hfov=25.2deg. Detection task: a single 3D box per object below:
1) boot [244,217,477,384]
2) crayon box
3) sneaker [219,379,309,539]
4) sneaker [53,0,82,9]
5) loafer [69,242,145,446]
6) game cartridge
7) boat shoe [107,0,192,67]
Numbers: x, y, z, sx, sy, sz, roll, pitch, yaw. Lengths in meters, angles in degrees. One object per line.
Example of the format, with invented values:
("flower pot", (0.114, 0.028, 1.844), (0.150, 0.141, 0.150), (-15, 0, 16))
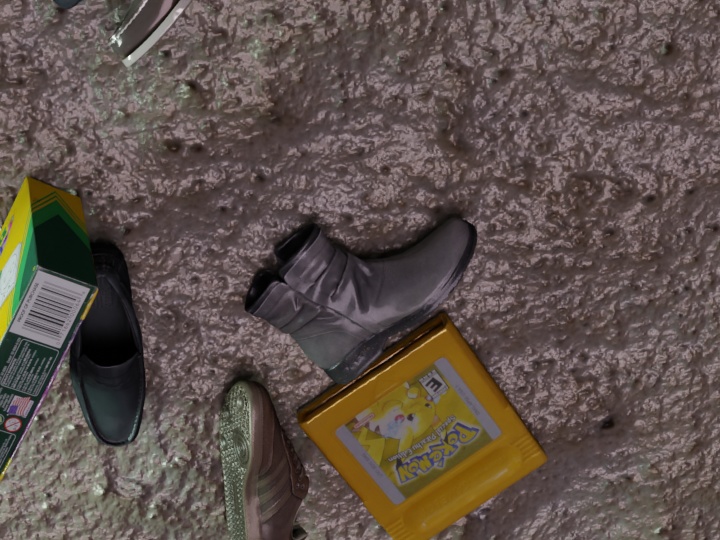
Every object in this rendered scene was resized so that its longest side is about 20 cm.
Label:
("boot", (0.000, 0.000, 1.451), (0.200, 0.070, 0.132), (-45, 111, 6))
("crayon box", (-0.291, 0.048, 1.346), (0.058, 0.173, 0.201), (21, 109, -25))
("sneaker", (-0.087, 0.186, 1.533), (0.075, 0.070, 0.201), (-14, 123, -27))
("sneaker", (-0.196, -0.303, 1.260), (0.087, 0.074, 0.200), (38, 92, -15))
("loafer", (-0.227, 0.075, 1.432), (0.068, 0.071, 0.202), (-6, 117, -9))
("game cartridge", (0.062, 0.162, 1.563), (0.176, 0.032, 0.200), (-34, 117, 6))
("boat shoe", (-0.144, -0.255, 1.289), (0.059, 0.072, 0.200), (36, 100, -19))
